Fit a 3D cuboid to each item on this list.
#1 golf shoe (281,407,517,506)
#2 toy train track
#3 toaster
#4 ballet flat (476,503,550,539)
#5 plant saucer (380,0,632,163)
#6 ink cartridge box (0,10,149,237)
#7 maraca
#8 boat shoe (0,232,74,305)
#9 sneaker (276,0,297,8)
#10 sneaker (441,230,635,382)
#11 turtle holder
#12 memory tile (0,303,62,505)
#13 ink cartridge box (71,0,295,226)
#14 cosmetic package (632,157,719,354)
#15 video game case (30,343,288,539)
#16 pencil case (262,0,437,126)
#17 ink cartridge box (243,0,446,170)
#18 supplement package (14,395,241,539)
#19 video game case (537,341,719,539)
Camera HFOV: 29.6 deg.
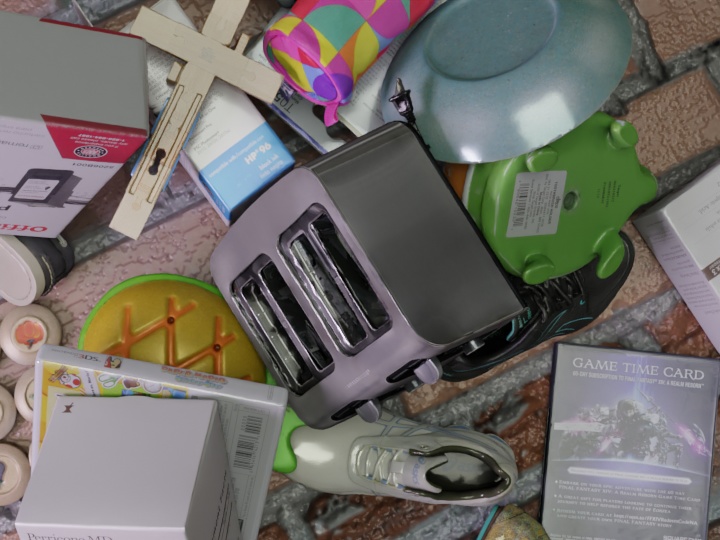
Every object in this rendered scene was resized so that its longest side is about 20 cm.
[{"bbox_3d":[0.029,0.147,1.080,0.198,0.097,0.079,4,88,-3],"label":"golf shoe"},{"bbox_3d":[-0.131,-0.118,1.000,0.114,0.033,0.201,25,88,-10],"label":"toy train track"},{"bbox_3d":[0.000,0.000,1.011,0.118,0.181,0.201,-27,83,-41],"label":"toaster"},{"bbox_3d":[0.088,0.283,1.087,0.070,0.071,0.201,33,81,-2],"label":"ballet flat"},{"bbox_3d":[0.103,-0.167,1.028,0.200,0.201,0.039,-35,134,-6],"label":"plant saucer"},{"bbox_3d":[-0.253,-0.098,0.971,0.144,0.200,0.084,4,68,-30],"label":"ink cartridge box"},{"bbox_3d":[-0.125,0.085,1.065,0.199,0.107,0.138,30,91,-4],"label":"maraca"},{"bbox_3d":[-0.307,-0.062,1.094,0.200,0.073,0.063,50,41,5],"label":"boat shoe"},{"bbox_3d":[-0.132,-0.261,1.104,0.200,0.079,0.096,39,91,14],"label":"sneaker"},{"bbox_3d":[0.144,0.030,1.106,0.199,0.079,0.076,-33,89,-7],"label":"sneaker"},{"bbox_3d":[0.148,-0.079,1.070,0.185,0.132,0.142,-35,126,-18],"label":"turtle holder"},{"bbox_3d":[-0.324,0.118,1.091,0.198,0.017,0.154,-14,88,-6],"label":"memory tile"},{"bbox_3d":[-0.137,-0.138,1.073,0.068,0.116,0.200,-37,91,-7],"label":"ink cartridge box"},{"bbox_3d":[0.330,0.008,1.121,0.113,0.081,0.201,-35,89,-8],"label":"cosmetic package"},{"bbox_3d":[-0.158,0.146,1.035,0.181,0.201,0.023,11,41,-4],"label":"video game case"},{"bbox_3d":[0.010,-0.209,1.045,0.088,0.088,0.200,40,71,-1],"label":"pencil case"},{"bbox_3d":[0.027,-0.170,1.126,0.199,0.041,0.200,41,83,-1],"label":"ink cartridge box"},{"bbox_3d":[-0.158,0.202,0.988,0.120,0.120,0.201,1,131,7],"label":"supplement package"},{"bbox_3d":[0.222,0.167,1.134,0.142,0.019,0.202,6,85,-5],"label":"video game case"}]
